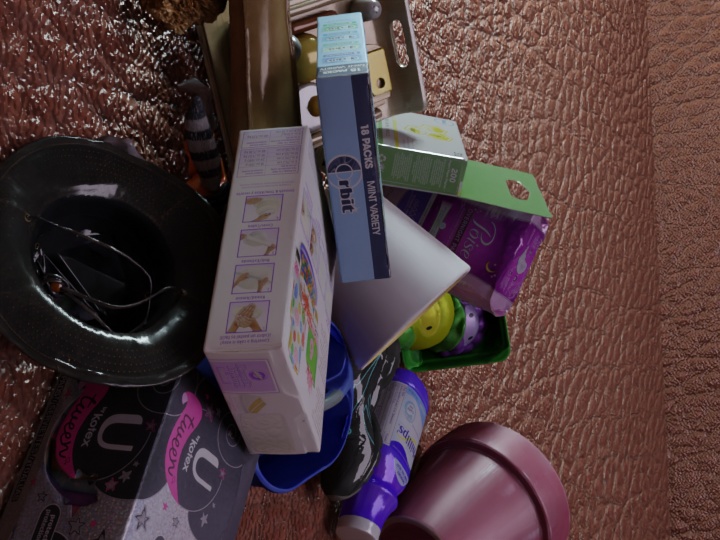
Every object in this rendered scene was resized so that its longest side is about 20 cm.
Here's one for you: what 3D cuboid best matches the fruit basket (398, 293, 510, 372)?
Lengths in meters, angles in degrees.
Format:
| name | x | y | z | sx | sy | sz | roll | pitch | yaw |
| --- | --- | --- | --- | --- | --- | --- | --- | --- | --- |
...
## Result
| name | x | y | z | sx | sy | sz | roll | pitch | yaw |
| --- | --- | --- | --- | --- | --- | --- | --- | --- | --- |
| fruit basket | 0.091 | 0.029 | 1.284 | 0.216 | 0.155 | 0.217 | -8 | 90 | -80 |

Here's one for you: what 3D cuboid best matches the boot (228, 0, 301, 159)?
| name | x | y | z | sx | sy | sz | roll | pitch | yaw |
| --- | --- | --- | --- | --- | --- | --- | --- | --- | --- |
| boot | -0.074 | -0.195 | 0.915 | 0.175 | 0.066 | 0.201 | -18 | 104 | -68 |

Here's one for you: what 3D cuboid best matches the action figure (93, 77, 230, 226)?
| name | x | y | z | sx | sy | sz | roll | pitch | yaw |
| --- | --- | --- | --- | --- | --- | --- | --- | --- | --- |
| action figure | -0.136 | -0.033 | 0.863 | 0.194 | 0.104 | 0.200 | 65 | 32 | -21 |

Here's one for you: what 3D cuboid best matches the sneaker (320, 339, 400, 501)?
| name | x | y | z | sx | sy | sz | roll | pitch | yaw |
| --- | --- | --- | --- | --- | --- | --- | --- | --- | --- |
| sneaker | -0.018 | 0.142 | 1.140 | 0.079 | 0.075 | 0.201 | 35 | 54 | -34 |

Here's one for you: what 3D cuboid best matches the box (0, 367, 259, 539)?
| name | x | y | z | sx | sy | sz | roll | pitch | yaw |
| --- | --- | --- | --- | --- | --- | --- | --- | --- | --- |
| box | -0.166 | 0.175 | 0.766 | 0.132 | 0.114 | 0.201 | 55 | 41 | -48 |

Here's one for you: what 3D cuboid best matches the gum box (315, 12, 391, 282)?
| name | x | y | z | sx | sy | sz | roll | pitch | yaw |
| --- | --- | --- | --- | --- | --- | --- | --- | --- | --- |
| gum box | -0.008 | -0.110 | 0.912 | 0.200 | 0.044 | 0.171 | -96 | 179 | -64 |

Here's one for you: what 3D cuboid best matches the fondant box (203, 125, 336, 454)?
| name | x | y | z | sx | sy | sz | roll | pitch | yaw |
| --- | --- | --- | --- | --- | --- | --- | --- | --- | --- |
| fondant box | -0.060 | 0.014 | 0.803 | 0.145 | 0.058 | 0.201 | 77 | 12 | -52 |

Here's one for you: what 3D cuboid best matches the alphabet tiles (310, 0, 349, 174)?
| name | x | y | z | sx | sy | sz | roll | pitch | yaw |
| --- | --- | --- | --- | --- | --- | --- | --- | --- | --- |
| alphabet tiles | -0.010 | -0.182 | 1.152 | 0.168 | 0.008 | 0.200 | -70 | 159 | -3 |

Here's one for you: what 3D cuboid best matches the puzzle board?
| name | x | y | z | sx | sy | sz | roll | pitch | yaw |
| --- | --- | --- | --- | --- | --- | --- | --- | --- | --- |
| puzzle board | -0.107 | -0.204 | 1.026 | 0.151 | 0.017 | 0.201 | -44 | 127 | -58 |

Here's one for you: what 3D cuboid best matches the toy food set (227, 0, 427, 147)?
| name | x | y | z | sx | sy | sz | roll | pitch | yaw |
| --- | --- | --- | --- | --- | --- | --- | --- | --- | --- |
| toy food set | -0.026 | -0.191 | 1.032 | 0.200 | 0.060 | 0.144 | -26 | 114 | -30 |

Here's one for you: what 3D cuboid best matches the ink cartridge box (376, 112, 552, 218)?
| name | x | y | z | sx | sy | sz | roll | pitch | yaw |
| --- | --- | --- | --- | --- | --- | --- | --- | --- | --- |
| ink cartridge box | 0.100 | -0.117 | 1.137 | 0.146 | 0.199 | 0.048 | -90 | -170 | -66 |

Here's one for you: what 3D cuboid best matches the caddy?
| name | x | y | z | sx | sy | sz | roll | pitch | yaw |
| --- | --- | --- | --- | --- | --- | --- | --- | --- | --- |
| caddy | -0.070 | 0.117 | 0.972 | 0.200 | 0.105 | 0.142 | -20 | 107 | -63 |

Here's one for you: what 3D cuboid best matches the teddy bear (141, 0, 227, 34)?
| name | x | y | z | sx | sy | sz | roll | pitch | yaw |
| --- | --- | --- | --- | --- | --- | --- | --- | --- | --- |
| teddy bear | -0.175 | -0.285 | 0.853 | 0.200 | 0.066 | 0.145 | 56 | 25 | -43 |

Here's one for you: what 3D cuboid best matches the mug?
| name | x | y | z | sx | sy | sz | roll | pitch | yaw |
| --- | --- | --- | --- | --- | --- | --- | --- | --- | --- |
| mug | -0.003 | 0.002 | 1.089 | 0.153 | 0.187 | 0.149 | 47 | 54 | 5 |

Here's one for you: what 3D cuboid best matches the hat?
| name | x | y | z | sx | sy | sz | roll | pitch | yaw |
| --- | --- | --- | --- | --- | --- | --- | --- | --- | --- |
| hat | -0.186 | 0.008 | 0.756 | 0.200 | 0.081 | 0.201 | 19 | 49 | -23 |

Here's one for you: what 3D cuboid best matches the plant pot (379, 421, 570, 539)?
| name | x | y | z | sx | sy | sz | roll | pitch | yaw |
| --- | --- | --- | --- | --- | --- | --- | --- | --- | --- |
| plant pot | 0.118 | 0.305 | 1.271 | 0.179 | 0.199 | 0.201 | -27 | 112 | -45 |

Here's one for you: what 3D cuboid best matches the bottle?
| name | x | y | z | sx | sy | sz | roll | pitch | yaw |
| --- | --- | --- | --- | --- | --- | --- | --- | --- | --- |
| bottle | 0.022 | 0.207 | 1.199 | 0.084 | 0.065 | 0.201 | 64 | 35 | -41 |

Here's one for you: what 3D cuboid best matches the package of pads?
| name | x | y | z | sx | sy | sz | roll | pitch | yaw |
| --- | --- | --- | --- | --- | --- | --- | --- | --- | --- |
| package of pads | 0.092 | -0.043 | 1.184 | 0.121 | 0.199 | 0.076 | -64 | 156 | -1 |
